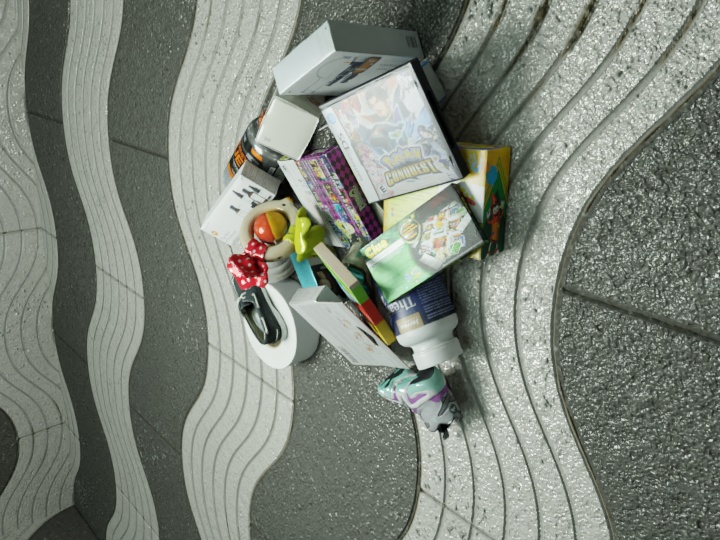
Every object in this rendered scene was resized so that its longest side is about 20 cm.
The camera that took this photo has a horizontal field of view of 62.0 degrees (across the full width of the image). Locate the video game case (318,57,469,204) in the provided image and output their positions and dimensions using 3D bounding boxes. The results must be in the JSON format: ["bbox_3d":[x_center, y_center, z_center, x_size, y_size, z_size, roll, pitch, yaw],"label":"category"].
[{"bbox_3d":[0.046,-0.202,0.914,0.200,0.025,0.181,-9,117,47],"label":"video game case"}]

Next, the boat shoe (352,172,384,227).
[{"bbox_3d":[-0.006,-0.152,1.124,0.200,0.057,0.067,37,144,29],"label":"boat shoe"}]

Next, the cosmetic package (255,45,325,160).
[{"bbox_3d":[-0.116,-0.306,1.087,0.103,0.087,0.200,-53,19,42],"label":"cosmetic package"}]

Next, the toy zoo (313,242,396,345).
[{"bbox_3d":[-0.002,0.050,1.030,0.131,0.020,0.200,46,172,47],"label":"toy zoo"}]

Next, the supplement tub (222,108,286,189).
[{"bbox_3d":[-0.200,-0.236,1.252,0.200,0.122,0.123,-47,67,43],"label":"supplement tub"}]

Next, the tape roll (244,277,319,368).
[{"bbox_3d":[-0.183,0.119,1.374,0.202,0.071,0.203,16,113,44],"label":"tape roll"}]

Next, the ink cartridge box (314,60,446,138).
[{"bbox_3d":[0.029,-0.260,0.997,0.200,0.116,0.068,-10,121,48],"label":"ink cartridge box"}]

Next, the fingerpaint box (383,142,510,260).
[{"bbox_3d":[0.134,-0.122,0.966,0.200,0.073,0.168,15,113,42],"label":"fingerpaint box"}]

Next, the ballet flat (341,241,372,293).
[{"bbox_3d":[0.000,0.000,1.127,0.067,0.063,0.200,21,163,2],"label":"ballet flat"}]

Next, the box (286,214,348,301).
[{"bbox_3d":[-0.093,-0.022,1.229,0.049,0.082,0.201,-32,78,46],"label":"box"}]

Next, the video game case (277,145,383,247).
[{"bbox_3d":[-0.055,-0.131,1.114,0.181,0.036,0.200,9,134,55],"label":"video game case"}]

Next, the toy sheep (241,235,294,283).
[{"bbox_3d":[-0.194,-0.039,1.292,0.200,0.137,0.138,109,139,-81],"label":"toy sheep"}]

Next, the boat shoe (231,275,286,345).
[{"bbox_3d":[-0.237,0.078,1.323,0.200,0.060,0.076,48,131,26],"label":"boat shoe"}]

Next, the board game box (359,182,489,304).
[{"bbox_3d":[0.094,-0.038,0.934,0.200,0.023,0.105,-34,79,33],"label":"board game box"}]

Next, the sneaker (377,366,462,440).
[{"bbox_3d":[0.115,0.249,1.095,0.140,0.078,0.200,55,158,-6],"label":"sneaker"}]

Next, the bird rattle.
[{"bbox_3d":[-0.171,-0.058,1.164,0.199,0.113,0.163,-26,60,8],"label":"bird rattle"}]

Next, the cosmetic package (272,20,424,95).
[{"bbox_3d":[-0.018,-0.337,0.972,0.151,0.200,0.052,-15,89,48],"label":"cosmetic package"}]

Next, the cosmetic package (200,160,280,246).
[{"bbox_3d":[-0.252,-0.134,1.245,0.200,0.082,0.051,-41,27,42],"label":"cosmetic package"}]

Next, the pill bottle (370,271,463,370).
[{"bbox_3d":[0.099,0.062,1.027,0.111,0.111,0.201,-29,80,47],"label":"pill bottle"}]

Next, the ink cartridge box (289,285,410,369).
[{"bbox_3d":[-0.014,0.107,1.124,0.176,0.045,0.200,-6,135,51],"label":"ink cartridge box"}]
